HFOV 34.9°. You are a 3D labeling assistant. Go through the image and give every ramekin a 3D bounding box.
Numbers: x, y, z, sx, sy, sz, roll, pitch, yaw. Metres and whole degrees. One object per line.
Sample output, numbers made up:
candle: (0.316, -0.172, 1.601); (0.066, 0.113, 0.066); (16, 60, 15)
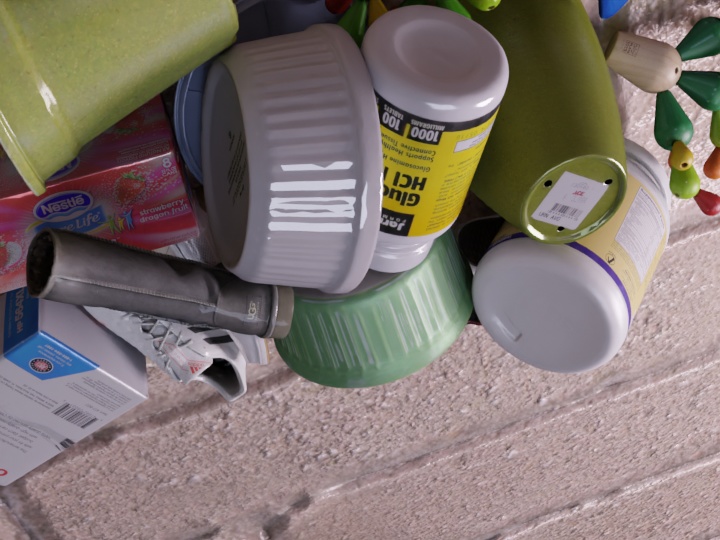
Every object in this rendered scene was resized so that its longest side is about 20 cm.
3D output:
ramekin: (0.000, 0.000, 1.047); (0.198, 0.201, 0.098); (-21, 130, 0)
ramekin: (-0.060, -0.082, 0.864); (0.093, 0.204, 0.204); (-4, 135, -19)

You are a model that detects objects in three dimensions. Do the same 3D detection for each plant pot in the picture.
plant pot: (-0.192, -0.185, 0.805); (0.183, 0.201, 0.201); (-28, 138, -9)
plant pot: (0.144, -0.123, 0.969); (0.185, 0.201, 0.188); (-11, 137, -10)

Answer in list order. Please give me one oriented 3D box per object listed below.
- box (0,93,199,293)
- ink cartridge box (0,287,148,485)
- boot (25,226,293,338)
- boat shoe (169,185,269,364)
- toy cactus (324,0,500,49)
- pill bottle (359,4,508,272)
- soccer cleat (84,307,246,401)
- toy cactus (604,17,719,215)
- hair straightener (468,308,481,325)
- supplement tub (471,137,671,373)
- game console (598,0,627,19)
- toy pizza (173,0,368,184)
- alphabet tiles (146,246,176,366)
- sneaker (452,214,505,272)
box: (-0.244, -0.067, 0.953); (0.198, 0.095, 0.103); (-15, 137, -6)
ink cartridge box: (-0.325, 0.108, 1.097); (0.199, 0.085, 0.146); (-30, 137, 19)
boot: (-0.170, 0.011, 0.924); (0.198, 0.181, 0.074); (5, 88, -23)
boat shoe: (-0.141, 0.015, 1.080); (0.069, 0.071, 0.202); (-22, 123, -3)
toy cactus: (0.046, -0.258, 0.890); (0.199, 0.103, 0.166); (-29, 117, 10)
pill bottle: (0.038, -0.094, 0.895); (0.111, 0.113, 0.201); (-4, 141, -17)
soccer cleat: (-0.182, 0.063, 1.094); (0.068, 0.086, 0.199); (-38, 135, 19)
toy cactus: (0.301, -0.167, 1.036); (0.163, 0.102, 0.202); (22, 98, -4)
hair straightener: (0.102, 0.030, 1.235); (0.197, 0.041, 0.077); (-14, 137, -1)
supplement tub: (0.202, -0.020, 1.059); (0.144, 0.201, 0.147); (19, 137, 19)
game console: (0.223, -0.326, 0.891); (0.171, 0.118, 0.200); (44, 90, -14)
toy pizza: (-0.066, -0.147, 0.965); (0.198, 0.032, 0.202); (-17, 128, -23)
alphabet tiles: (-0.190, 0.031, 1.133); (0.198, 0.015, 0.197); (8, 130, -27)
sneaker: (0.162, -0.033, 1.183); (0.198, 0.074, 0.085); (-6, 171, -27)
